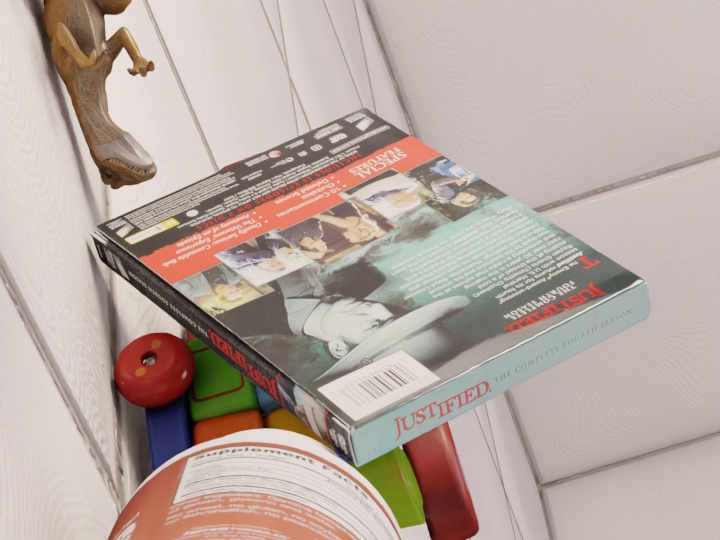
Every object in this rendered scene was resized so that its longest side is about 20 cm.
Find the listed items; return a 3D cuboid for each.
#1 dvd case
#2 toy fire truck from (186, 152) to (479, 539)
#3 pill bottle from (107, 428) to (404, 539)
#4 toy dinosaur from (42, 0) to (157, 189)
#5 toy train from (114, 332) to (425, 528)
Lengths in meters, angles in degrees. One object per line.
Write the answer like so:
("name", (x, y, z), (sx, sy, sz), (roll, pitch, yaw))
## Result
("dvd case", (0.000, 0.000, 1.041), (0.200, 0.146, 0.022), (33, -40, 48))
("toy fire truck", (-0.020, 0.061, 1.178), (0.168, 0.112, 0.201), (64, 10, -72))
("pill bottle", (-0.038, 0.121, 0.860), (0.200, 0.112, 0.113), (-82, 154, -78))
("toy dinosaur", (-0.128, -0.134, 1.123), (0.106, 0.060, 0.201), (117, -33, -63))
("toy train", (-0.025, 0.103, 1.014), (0.085, 0.115, 0.201), (66, 9, -48))
